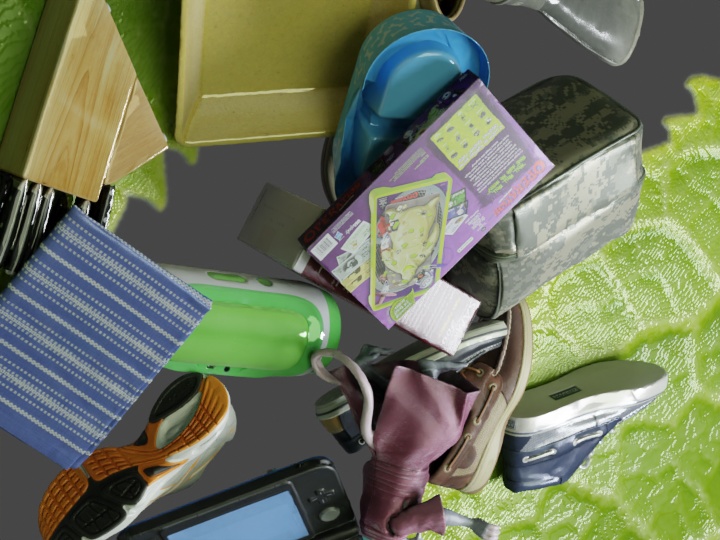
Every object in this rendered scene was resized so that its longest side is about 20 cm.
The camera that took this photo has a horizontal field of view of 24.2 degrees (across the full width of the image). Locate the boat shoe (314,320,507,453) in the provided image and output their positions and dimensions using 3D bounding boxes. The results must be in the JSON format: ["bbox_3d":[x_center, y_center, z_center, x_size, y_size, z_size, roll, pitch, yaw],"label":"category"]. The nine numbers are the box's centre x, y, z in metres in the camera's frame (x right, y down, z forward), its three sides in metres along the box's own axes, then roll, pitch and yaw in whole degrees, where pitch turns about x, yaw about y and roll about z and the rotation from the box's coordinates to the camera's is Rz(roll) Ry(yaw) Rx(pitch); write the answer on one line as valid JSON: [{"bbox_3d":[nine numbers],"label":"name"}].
[{"bbox_3d":[0.053,0.105,1.566,0.199,0.075,0.063,-29,97,-14],"label":"boat shoe"}]

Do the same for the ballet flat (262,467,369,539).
[{"bbox_3d":[-0.036,0.259,1.565,0.200,0.069,0.070,42,78,-34],"label":"ballet flat"}]

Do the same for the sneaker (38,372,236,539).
[{"bbox_3d":[-0.182,0.178,1.440,0.199,0.076,0.092,-37,153,-4],"label":"sneaker"}]

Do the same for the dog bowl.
[{"bbox_3d":[0.037,-0.132,1.421,0.110,0.050,0.201,1,130,-21],"label":"dog bowl"}]

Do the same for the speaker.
[{"bbox_3d":[-0.117,0.044,1.441,0.198,0.088,0.089,8,97,-35],"label":"speaker"}]

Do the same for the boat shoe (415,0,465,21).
[{"bbox_3d":[0.087,-0.299,1.427,0.074,0.066,0.202,17,90,-41],"label":"boat shoe"}]

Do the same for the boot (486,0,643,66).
[{"bbox_3d":[0.193,-0.302,1.574,0.199,0.072,0.184,10,86,-37],"label":"boot"}]

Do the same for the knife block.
[{"bbox_3d":[-0.251,-0.101,1.329,0.175,0.064,0.201,-33,118,-24],"label":"knife block"}]

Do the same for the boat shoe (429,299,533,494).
[{"bbox_3d":[0.107,0.114,1.619,0.071,0.072,0.202,14,97,-33],"label":"boat shoe"}]

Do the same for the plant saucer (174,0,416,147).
[{"bbox_3d":[-0.057,-0.202,1.390,0.198,0.049,0.201,-6,131,-16],"label":"plant saucer"}]

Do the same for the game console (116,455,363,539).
[{"bbox_3d":[-0.088,0.275,1.448,0.198,0.119,0.171,-21,144,-2],"label":"game console"}]

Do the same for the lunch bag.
[{"bbox_3d":[0.161,-0.060,1.571,0.199,0.139,0.169,-30,133,-21],"label":"lunch bag"}]

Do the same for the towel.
[{"bbox_3d":[-0.231,0.058,1.347,0.144,0.024,0.200,35,108,-22],"label":"towel"}]

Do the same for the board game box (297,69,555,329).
[{"bbox_3d":[0.056,-0.057,1.402,0.200,0.032,0.120,-44,121,3],"label":"board game box"}]

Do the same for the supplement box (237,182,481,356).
[{"bbox_3d":[0.000,0.000,1.494,0.199,0.109,0.061,29,89,-34],"label":"supplement box"}]

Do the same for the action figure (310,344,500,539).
[{"bbox_3d":[0.035,0.173,1.454,0.148,0.133,0.202,6,95,-39],"label":"action figure"}]

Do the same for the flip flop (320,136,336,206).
[{"bbox_3d":[0.019,-0.129,1.501,0.080,0.057,0.202,2,108,-34],"label":"flip flop"}]

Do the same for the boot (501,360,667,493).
[{"bbox_3d":[0.225,0.158,1.715,0.198,0.073,0.091,-14,116,-22],"label":"boot"}]
